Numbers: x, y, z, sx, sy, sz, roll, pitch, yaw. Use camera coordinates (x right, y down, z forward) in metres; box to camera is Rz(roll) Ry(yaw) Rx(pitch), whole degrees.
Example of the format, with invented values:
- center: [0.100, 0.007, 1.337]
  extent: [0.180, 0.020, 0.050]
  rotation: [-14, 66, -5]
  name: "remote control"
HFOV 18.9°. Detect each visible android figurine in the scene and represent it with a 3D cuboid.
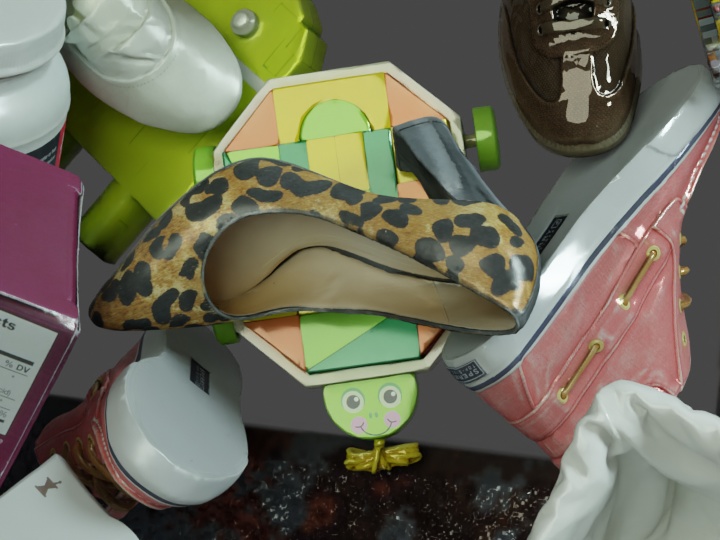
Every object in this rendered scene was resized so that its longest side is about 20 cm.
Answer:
- center: [-0.100, -0.107, 1.157]
  extent: [0.200, 0.041, 0.182]
  rotation: [-48, 68, 8]
  name: "android figurine"

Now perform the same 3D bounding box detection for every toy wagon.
- center: [0.000, 0.000, 1.080]
  extent: [0.154, 0.040, 0.202]
  rotation: [-8, 83, 5]
  name: "toy wagon"

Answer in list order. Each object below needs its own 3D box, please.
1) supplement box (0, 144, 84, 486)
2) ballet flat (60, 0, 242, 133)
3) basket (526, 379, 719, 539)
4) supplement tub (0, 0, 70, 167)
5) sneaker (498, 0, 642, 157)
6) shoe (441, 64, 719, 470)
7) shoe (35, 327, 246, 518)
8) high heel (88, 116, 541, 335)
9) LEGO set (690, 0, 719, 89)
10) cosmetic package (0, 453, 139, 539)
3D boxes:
- center: [-0.211, 0.050, 1.003]
  extent: [0.103, 0.131, 0.201]
  rotation: [21, 117, -18]
  name: "supplement box"
- center: [-0.144, -0.143, 1.121]
  extent: [0.200, 0.069, 0.070]
  rotation: [43, 96, 23]
  name: "ballet flat"
- center: [0.161, 0.176, 0.932]
  extent: [0.197, 0.161, 0.201]
  rotation: [25, 91, 15]
  name: "basket"
- center: [-0.223, -0.054, 1.097]
  extent: [0.140, 0.140, 0.201]
  rotation: [29, 124, 22]
  name: "supplement tub"
- center: [0.095, -0.155, 1.051]
  extent: [0.070, 0.076, 0.201]
  rotation: [-7, 64, 10]
  name: "sneaker"
- center: [0.129, 0.000, 1.042]
  extent: [0.091, 0.071, 0.200]
  rotation: [44, 71, -16]
  name: "shoe"
- center: [-0.109, 0.088, 1.043]
  extent: [0.071, 0.200, 0.091]
  rotation: [41, 101, -10]
  name: "shoe"
- center: [-0.021, 0.009, 0.991]
  extent: [0.199, 0.072, 0.143]
  rotation: [-25, 42, -5]
  name: "high heel"
- center: [0.214, -0.168, 0.984]
  extent: [0.198, 0.154, 0.116]
  rotation: [-9, 49, 2]
  name: "LEGO set"
- center: [-0.134, 0.189, 1.024]
  extent: [0.081, 0.201, 0.113]
  rotation: [-37, 65, -23]
  name: "cosmetic package"
